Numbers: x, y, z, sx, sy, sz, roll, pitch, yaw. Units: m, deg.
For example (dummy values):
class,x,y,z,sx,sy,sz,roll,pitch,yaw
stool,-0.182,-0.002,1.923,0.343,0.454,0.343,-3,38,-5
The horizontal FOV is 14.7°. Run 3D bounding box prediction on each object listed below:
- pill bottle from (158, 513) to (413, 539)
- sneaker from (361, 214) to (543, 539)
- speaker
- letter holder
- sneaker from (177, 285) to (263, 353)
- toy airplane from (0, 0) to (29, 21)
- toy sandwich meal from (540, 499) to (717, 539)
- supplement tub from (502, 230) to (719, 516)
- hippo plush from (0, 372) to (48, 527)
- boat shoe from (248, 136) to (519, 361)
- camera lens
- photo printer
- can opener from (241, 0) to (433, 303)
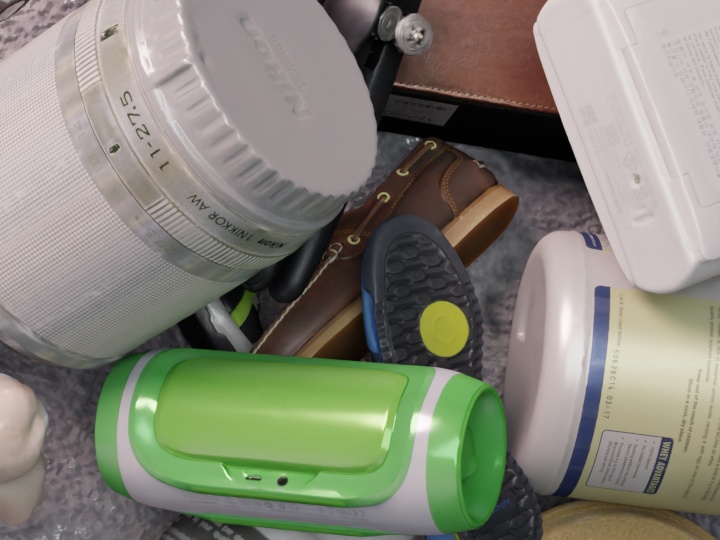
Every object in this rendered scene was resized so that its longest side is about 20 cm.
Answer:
class,x,y,z,sx,sy,sz,roll,pitch,yaw
pill bottle,-0.068,0.184,1.495,0.114,0.114,0.200,41,80,0
sneaker,0.034,0.071,1.491,0.066,0.078,0.201,-20,94,-26
speaker,-0.031,0.086,1.423,0.200,0.088,0.089,4,81,22
letter holder,0.065,-0.150,1.565,0.199,0.101,0.143,9,79,-5
sneaker,-0.080,-0.029,1.545,0.083,0.072,0.200,-26,87,-12
toy airplane,-0.138,-0.204,1.500,0.141,0.200,0.199,-34,44,15
toy sandwich meal,0.130,0.222,1.541,0.205,0.070,0.206,3,77,-12
supplement tub,0.187,0.060,1.527,0.199,0.145,0.145,8,81,-6
hippo plush,-0.226,0.042,1.488,0.159,0.200,0.161,19,58,-4
boat shoe,0.000,0.000,1.539,0.070,0.070,0.200,40,55,14
camera lens,-0.112,-0.055,1.403,0.200,0.160,0.160,-31,86,30
photo printer,0.198,-0.090,1.493,0.200,0.069,0.167,-20,88,-42
can opener,-0.015,-0.079,1.475,0.063,0.079,0.200,13,94,-44
